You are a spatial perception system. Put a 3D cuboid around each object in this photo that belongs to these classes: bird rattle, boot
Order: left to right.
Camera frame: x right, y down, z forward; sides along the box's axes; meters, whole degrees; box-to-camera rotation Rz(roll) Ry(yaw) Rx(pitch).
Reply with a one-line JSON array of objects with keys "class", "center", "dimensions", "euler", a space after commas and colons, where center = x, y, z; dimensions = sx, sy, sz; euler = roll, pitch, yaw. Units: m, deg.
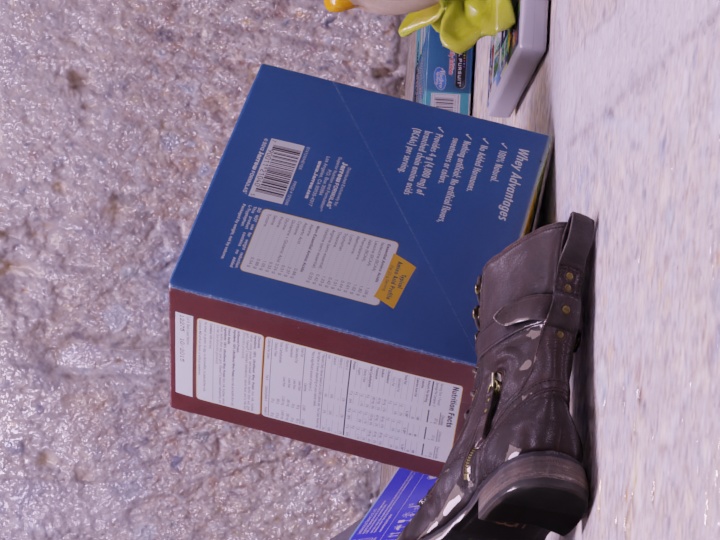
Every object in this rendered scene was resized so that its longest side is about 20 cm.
[{"class": "bird rattle", "center": [0.040, -0.251, 1.445], "dimensions": [0.113, 0.163, 0.201], "euler": [-151, 54, -67]}, {"class": "boot", "center": [0.079, 0.077, 1.174], "dimensions": [0.200, 0.069, 0.175], "euler": [-43, 36, 51]}]

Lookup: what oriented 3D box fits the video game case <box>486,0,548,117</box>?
[{"class": "video game case", "center": [0.118, -0.223, 1.519], "dimensions": [0.200, 0.022, 0.183], "euler": [111, 163, -80]}]

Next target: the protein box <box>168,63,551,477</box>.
[{"class": "protein box", "center": [0.000, 0.000, 1.351], "dimensions": [0.135, 0.199, 0.199], "euler": [97, -170, -52]}]

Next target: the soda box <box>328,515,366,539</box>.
[{"class": "soda box", "center": [0.003, 0.232, 1.530], "dimensions": [0.070, 0.200, 0.064], "euler": [43, 147, 29]}]

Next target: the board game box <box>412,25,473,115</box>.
[{"class": "board game box", "center": [0.082, -0.192, 2.100], "dimensions": [0.200, 0.047, 0.151], "euler": [108, 166, -83]}]

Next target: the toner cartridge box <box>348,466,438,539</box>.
[{"class": "toner cartridge box", "center": [0.041, 0.186, 1.341], "dimensions": [0.200, 0.043, 0.095], "euler": [-46, -55, -64]}]
